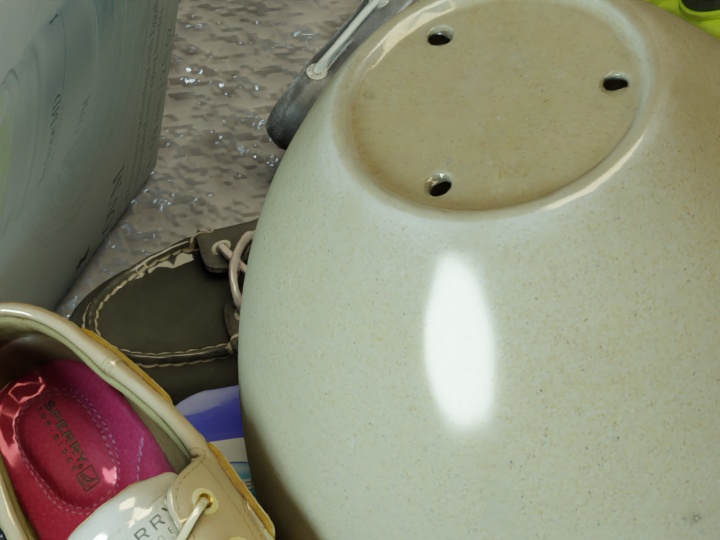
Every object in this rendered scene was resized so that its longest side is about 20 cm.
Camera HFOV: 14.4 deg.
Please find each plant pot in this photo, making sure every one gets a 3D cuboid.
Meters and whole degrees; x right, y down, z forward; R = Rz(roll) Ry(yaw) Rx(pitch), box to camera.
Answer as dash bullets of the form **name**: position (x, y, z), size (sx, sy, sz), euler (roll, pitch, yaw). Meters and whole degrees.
- **plant pot**: position (0.049, -0.003, 0.796), size (0.199, 0.135, 0.201), euler (-9, 48, 10)

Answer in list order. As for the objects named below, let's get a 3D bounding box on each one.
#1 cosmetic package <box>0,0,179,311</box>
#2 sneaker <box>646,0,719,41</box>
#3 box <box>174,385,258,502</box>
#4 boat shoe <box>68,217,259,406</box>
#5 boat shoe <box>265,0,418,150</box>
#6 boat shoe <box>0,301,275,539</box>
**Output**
- **cosmetic package**: position (-0.144, -0.061, 0.857), size (0.122, 0.200, 0.200), euler (23, 48, 10)
- **sneaker**: position (0.121, -0.071, 0.904), size (0.084, 0.199, 0.074), euler (44, 64, -27)
- **box**: position (0.003, 0.116, 0.840), size (0.118, 0.042, 0.201), euler (-6, 48, -17)
- **boat shoe**: position (0.000, 0.000, 0.930), size (0.199, 0.057, 0.067), euler (-7, 50, -18)
- **boat shoe**: position (0.032, -0.102, 1.026), size (0.068, 0.072, 0.200), euler (27, 56, 11)
- **boat shoe**: position (-0.060, 0.083, 0.788), size (0.074, 0.069, 0.200), euler (-38, 52, -9)
